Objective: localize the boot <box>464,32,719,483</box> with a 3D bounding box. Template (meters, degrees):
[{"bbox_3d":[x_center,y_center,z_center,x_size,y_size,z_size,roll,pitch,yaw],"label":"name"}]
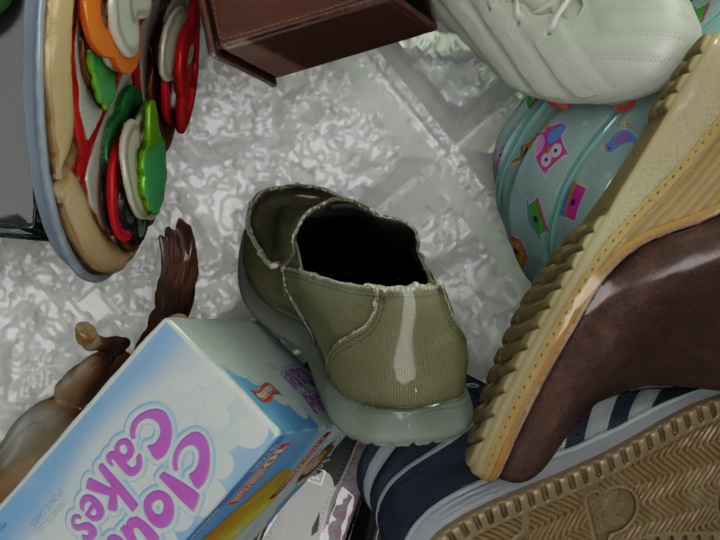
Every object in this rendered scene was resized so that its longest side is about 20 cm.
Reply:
[{"bbox_3d":[0.151,0.029,0.731,0.166,0.072,0.201,34,89,-4],"label":"boot"}]

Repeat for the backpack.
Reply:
[{"bbox_3d":[0.159,-0.048,0.835,0.200,0.127,0.167,-37,125,-3],"label":"backpack"}]

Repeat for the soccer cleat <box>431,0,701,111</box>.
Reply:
[{"bbox_3d":[0.057,-0.124,0.807,0.069,0.200,0.078,-47,133,-8],"label":"soccer cleat"}]

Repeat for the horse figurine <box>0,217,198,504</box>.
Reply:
[{"bbox_3d":[-0.130,0.070,0.822,0.050,0.133,0.200,43,71,7],"label":"horse figurine"}]

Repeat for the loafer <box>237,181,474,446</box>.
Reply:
[{"bbox_3d":[0.000,0.000,0.792,0.075,0.200,0.070,-5,113,-19],"label":"loafer"}]

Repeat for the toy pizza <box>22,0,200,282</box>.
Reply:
[{"bbox_3d":[-0.091,-0.095,0.778,0.031,0.200,0.202,4,89,7],"label":"toy pizza"}]

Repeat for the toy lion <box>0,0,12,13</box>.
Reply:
[{"bbox_3d":[-0.205,-0.095,0.690,0.191,0.069,0.201,-17,89,-5],"label":"toy lion"}]

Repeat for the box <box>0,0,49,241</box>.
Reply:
[{"bbox_3d":[-0.175,-0.118,0.792,0.123,0.149,0.201,4,89,-3],"label":"box"}]

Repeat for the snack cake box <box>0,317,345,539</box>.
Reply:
[{"bbox_3d":[-0.101,0.113,0.790,0.067,0.115,0.200,43,99,14],"label":"snack cake box"}]

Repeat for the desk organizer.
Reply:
[{"bbox_3d":[-0.033,-0.185,0.785,0.077,0.072,0.201,-14,81,16],"label":"desk organizer"}]

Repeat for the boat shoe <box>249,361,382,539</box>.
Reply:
[{"bbox_3d":[-0.026,0.124,0.843,0.066,0.057,0.201,15,79,-1],"label":"boat shoe"}]

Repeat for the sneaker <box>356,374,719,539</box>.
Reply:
[{"bbox_3d":[0.094,0.074,0.811,0.199,0.108,0.071,-17,116,-16],"label":"sneaker"}]
